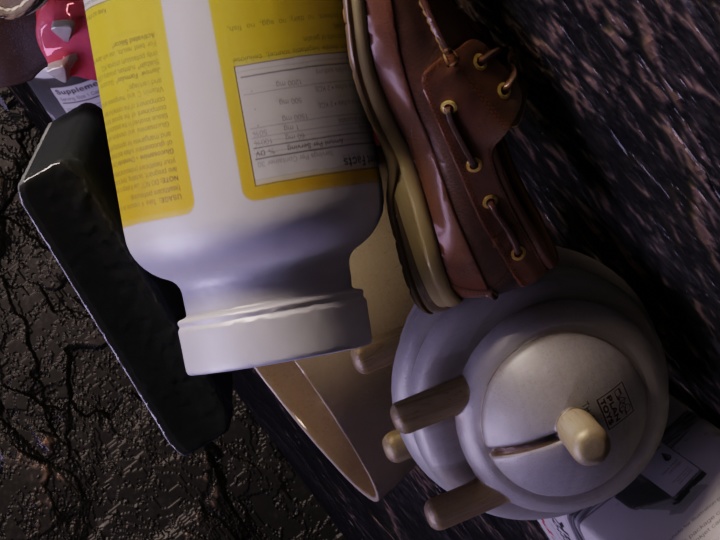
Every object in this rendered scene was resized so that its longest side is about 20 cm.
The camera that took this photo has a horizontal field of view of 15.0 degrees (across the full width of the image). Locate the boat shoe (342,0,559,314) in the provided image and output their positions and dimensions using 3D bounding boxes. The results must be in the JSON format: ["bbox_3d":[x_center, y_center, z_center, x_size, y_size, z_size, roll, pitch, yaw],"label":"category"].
[{"bbox_3d":[0.036,-0.078,1.144,0.072,0.067,0.201,-81,-21,-62],"label":"boat shoe"}]

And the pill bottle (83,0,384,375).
[{"bbox_3d":[-0.051,-0.061,1.157,0.112,0.112,0.201,172,88,-81],"label":"pill bottle"}]

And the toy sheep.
[{"bbox_3d":[0.074,0.052,1.234,0.138,0.138,0.200,56,180,-23],"label":"toy sheep"}]

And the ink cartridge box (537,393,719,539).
[{"bbox_3d":[0.167,0.147,1.284,0.147,0.083,0.200,56,171,-28],"label":"ink cartridge box"}]

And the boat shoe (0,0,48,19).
[{"bbox_3d":[-0.144,-0.202,1.241,0.072,0.201,0.060,16,-158,-10],"label":"boat shoe"}]

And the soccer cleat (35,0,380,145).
[{"bbox_3d":[-0.063,-0.114,1.359,0.199,0.077,0.067,12,141,-3],"label":"soccer cleat"}]

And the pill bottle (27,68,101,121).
[{"bbox_3d":[-0.164,-0.139,1.826,0.114,0.114,0.200,42,166,53],"label":"pill bottle"}]

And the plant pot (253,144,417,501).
[{"bbox_3d":[0.000,0.000,1.422,0.200,0.134,0.200,52,173,10],"label":"plant pot"}]

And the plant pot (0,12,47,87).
[{"bbox_3d":[-0.211,-0.211,1.413,0.200,0.200,0.198,48,165,30],"label":"plant pot"}]

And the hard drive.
[{"bbox_3d":[-0.104,-0.002,1.270,0.140,0.033,0.200,59,-177,-10],"label":"hard drive"}]
